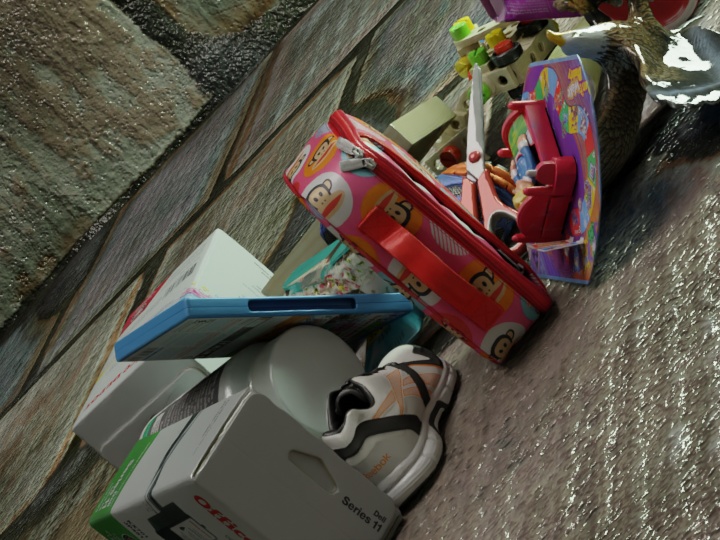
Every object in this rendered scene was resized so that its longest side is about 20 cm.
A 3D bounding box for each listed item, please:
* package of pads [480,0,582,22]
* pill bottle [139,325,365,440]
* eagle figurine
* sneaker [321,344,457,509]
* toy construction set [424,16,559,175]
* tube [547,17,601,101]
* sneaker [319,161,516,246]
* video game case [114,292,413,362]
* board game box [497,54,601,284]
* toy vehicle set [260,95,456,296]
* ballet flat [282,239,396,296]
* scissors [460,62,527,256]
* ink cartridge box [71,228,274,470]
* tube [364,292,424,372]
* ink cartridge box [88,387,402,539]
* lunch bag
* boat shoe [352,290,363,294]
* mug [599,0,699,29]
[{"bbox_3d":[0.198,-0.302,2.058,0.120,0.076,0.200,0,33,37],"label":"package of pads"},{"bbox_3d":[-0.086,0.127,1.823,0.200,0.113,0.113,-37,17,46],"label":"pill bottle"},{"bbox_3d":[0.201,-0.145,1.669,0.152,0.150,0.201,84,173,-55],"label":"eagle figurine"},{"bbox_3d":[0.019,0.094,1.638,0.074,0.080,0.200,-47,11,17],"label":"sneaker"},{"bbox_3d":[0.117,-0.178,2.071,0.131,0.092,0.201,-17,36,36],"label":"toy construction set"},{"bbox_3d":[0.187,-0.181,1.951,0.058,0.052,0.200,-12,17,14],"label":"tube"},{"bbox_3d":[0.042,-0.039,1.863,0.199,0.075,0.079,-8,47,40],"label":"sneaker"},{"bbox_3d":[-0.077,0.045,1.801,0.143,0.199,0.018,-31,65,57],"label":"video game case"},{"bbox_3d":[0.123,-0.071,1.621,0.200,0.039,0.159,-169,76,-77],"label":"board game box"},{"bbox_3d":[-0.001,-0.060,1.996,0.200,0.026,0.124,-52,-6,24],"label":"toy vehicle set"},{"bbox_3d":[0.000,0.000,1.840,0.076,0.064,0.200,-48,7,-25],"label":"ballet flat"},{"bbox_3d":[0.086,-0.077,1.811,0.073,0.014,0.201,-26,54,17],"label":"scissors"},{"bbox_3d":[-0.140,0.095,2.029,0.145,0.145,0.200,-42,14,29],"label":"ink cartridge box"},{"bbox_3d":[0.031,0.027,1.885,0.078,0.050,0.200,-58,12,28],"label":"tube"},{"bbox_3d":[-0.084,0.173,1.599,0.083,0.146,0.200,-57,14,-28],"label":"ink cartridge box"},{"bbox_3d":[0.040,-0.021,1.620,0.082,0.200,0.176,-49,15,5],"label":"lunch bag"},{"bbox_3d":[0.007,0.005,2.014,0.200,0.063,0.073,-50,-6,-17],"label":"boat shoe"},{"bbox_3d":[0.227,-0.301,1.901,0.134,0.176,0.201,101,-172,-45],"label":"mug"}]
